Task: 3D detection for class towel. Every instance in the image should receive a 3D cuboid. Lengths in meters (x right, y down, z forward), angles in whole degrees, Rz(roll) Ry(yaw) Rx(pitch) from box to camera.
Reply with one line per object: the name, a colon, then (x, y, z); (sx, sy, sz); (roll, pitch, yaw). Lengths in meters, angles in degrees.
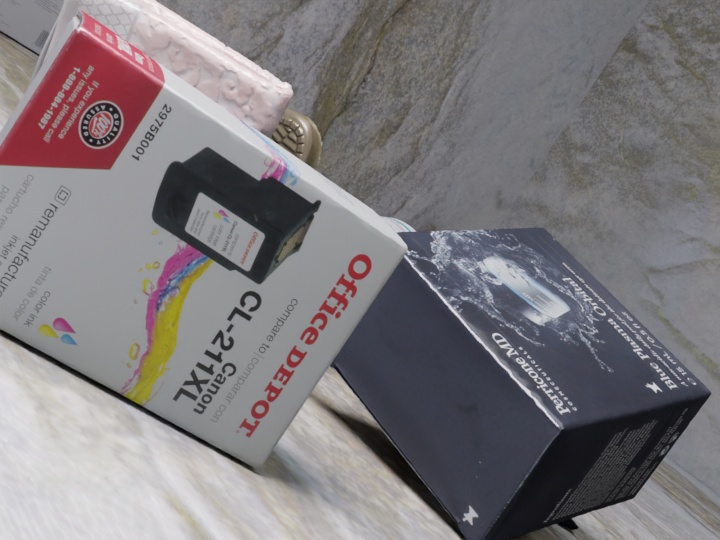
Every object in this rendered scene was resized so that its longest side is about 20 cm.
towel: (-0.175, -0.114, 0.914); (0.190, 0.200, 0.032); (31, 35, -5)

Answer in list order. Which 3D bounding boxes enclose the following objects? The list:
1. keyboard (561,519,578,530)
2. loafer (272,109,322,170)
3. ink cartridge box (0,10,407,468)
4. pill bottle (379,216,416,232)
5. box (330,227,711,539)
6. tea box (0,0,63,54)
keyboard: (0.149, 0.177, 1.118); (0.104, 0.040, 0.200); (34, 3, -17)
loafer: (-0.087, -0.080, 1.126); (0.076, 0.201, 0.067); (46, 41, 15)
ink cartridge box: (-0.097, -0.014, 0.592); (0.199, 0.146, 0.083); (32, 5, -21)
pill bottle: (0.000, 0.000, 1.147); (0.111, 0.111, 0.199); (36, 16, 25)
box: (0.111, 0.074, 0.833); (0.199, 0.118, 0.197); (-4, 43, -45)
tea box: (-0.654, -0.521, 2.165); (0.199, 0.134, 0.197); (31, 6, -40)
